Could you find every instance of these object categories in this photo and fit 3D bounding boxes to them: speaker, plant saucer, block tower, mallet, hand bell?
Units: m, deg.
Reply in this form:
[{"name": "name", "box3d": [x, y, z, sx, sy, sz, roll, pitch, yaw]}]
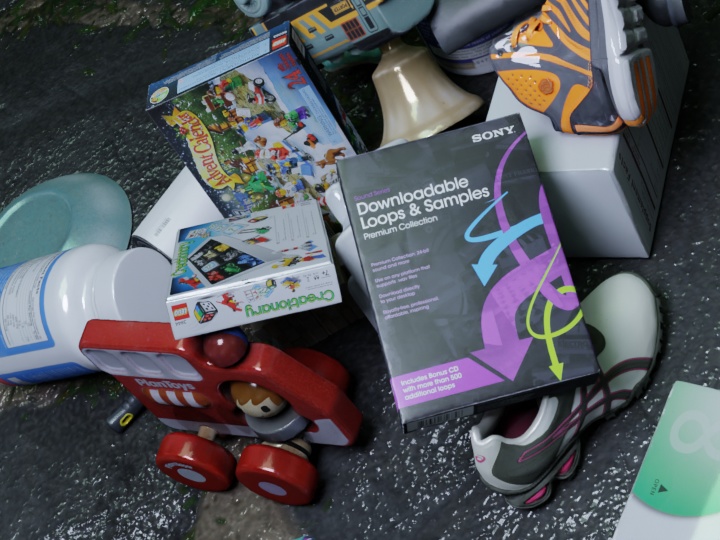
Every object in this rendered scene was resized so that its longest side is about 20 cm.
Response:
[{"name": "speaker", "box3d": [-0.122, -0.085, 1.280, 0.081, 0.081, 0.201, 25, 72, 40]}, {"name": "plant saucer", "box3d": [-0.323, -0.025, 1.385, 0.199, 0.039, 0.203, -15, 53, 21]}, {"name": "block tower", "box3d": [0.000, 0.000, 1.166, 0.198, 0.058, 0.054, -28, 48, 8]}, {"name": "mallet", "box3d": [-0.155, 0.060, 1.207, 0.200, 0.066, 0.041, -42, 44, -1]}, {"name": "hand bell", "box3d": [0.018, -0.211, 1.192, 0.103, 0.202, 0.104, -27, 10, 5]}]

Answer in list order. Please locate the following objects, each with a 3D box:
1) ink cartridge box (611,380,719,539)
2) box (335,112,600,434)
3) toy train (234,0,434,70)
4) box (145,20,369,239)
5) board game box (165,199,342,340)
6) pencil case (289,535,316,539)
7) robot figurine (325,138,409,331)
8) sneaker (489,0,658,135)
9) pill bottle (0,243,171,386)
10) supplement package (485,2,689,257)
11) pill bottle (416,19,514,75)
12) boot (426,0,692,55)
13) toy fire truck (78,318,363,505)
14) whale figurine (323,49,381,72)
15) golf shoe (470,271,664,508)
[{"name": "ink cartridge box", "box3d": [0.270, 0.171, 0.891, 0.198, 0.050, 0.162, 11, 65, 38]}, {"name": "box", "box3d": [0.072, -0.001, 0.971, 0.141, 0.036, 0.202, -15, 70, -1]}, {"name": "toy train", "box3d": [-0.027, -0.226, 1.125, 0.085, 0.115, 0.199, -41, 16, -33]}, {"name": "box", "box3d": [-0.074, -0.101, 1.181, 0.135, 0.201, 0.038, -22, 40, 15]}, {"name": "board game box", "box3d": [-0.084, -0.006, 1.079, 0.125, 0.035, 0.200, -13, 17, -1]}, {"name": "pencil case", "box3d": [-0.099, 0.271, 1.011, 0.199, 0.086, 0.093, -29, 20, 11]}, {"name": "robot figurine", "box3d": [0.058, -0.001, 1.061, 0.113, 0.201, 0.169, -32, -4, -45]}, {"name": "sneaker", "box3d": [0.140, -0.194, 0.989, 0.111, 0.077, 0.203, -5, 99, 34]}, {"name": "pill bottle", "box3d": [-0.255, 0.038, 1.229, 0.198, 0.112, 0.113, -11, 52, 37]}, {"name": "supplement package", "box3d": [0.180, -0.124, 1.104, 0.116, 0.118, 0.202, 1, 58, 30]}, {"name": "pill bottle", "box3d": [0.079, -0.280, 1.218, 0.118, 0.200, 0.121, -15, 52, 20]}, {"name": "boot", "box3d": [0.145, -0.220, 1.069, 0.198, 0.066, 0.166, -19, 50, 17]}, {"name": "toy fire truck", "box3d": [-0.106, 0.095, 1.084, 0.198, 0.168, 0.113, 2, 59, 32]}, {"name": "whale figurine", "box3d": [0.003, -0.289, 1.336, 0.157, 0.104, 0.202, -4, 57, 28]}, {"name": "golf shoe", "box3d": [0.152, 0.076, 1.000, 0.077, 0.088, 0.201, 24, 72, 37]}]
